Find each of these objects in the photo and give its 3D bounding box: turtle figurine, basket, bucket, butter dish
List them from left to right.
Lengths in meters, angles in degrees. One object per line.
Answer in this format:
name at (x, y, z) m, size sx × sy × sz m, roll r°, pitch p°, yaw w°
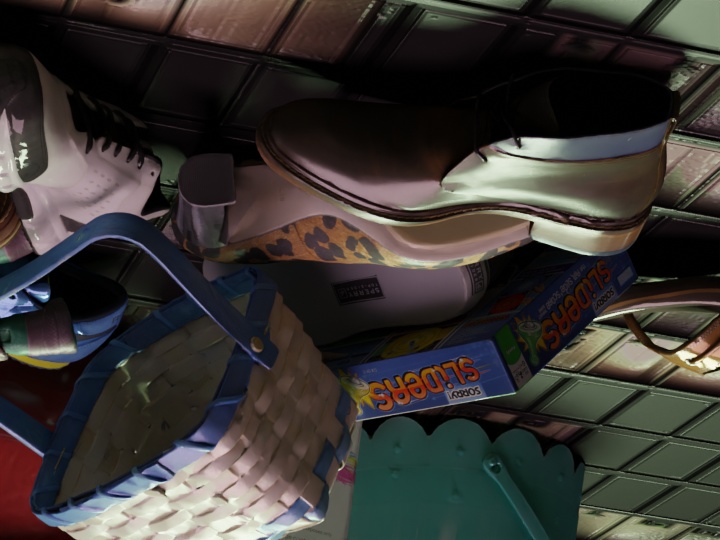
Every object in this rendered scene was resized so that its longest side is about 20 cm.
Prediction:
turtle figurine at (-0.261, 0.027, 1.605) m, size 0.200 × 0.101 × 0.150 m, roll -14°, pitch 128°, yaw -8°
butter dish at (-0.226, 0.089, 1.821) m, size 0.200 × 0.148 × 0.199 m, roll 6°, pitch -159°, yaw 7°
basket at (-0.116, 0.064, 1.544) m, size 0.176 × 0.139 × 0.200 m, roll -24°, pitch 128°, yaw 37°
bucket at (0.057, 0.194, 2.040) m, size 0.207 × 0.135 × 0.207 m, roll 5°, pitch 161°, yaw 2°

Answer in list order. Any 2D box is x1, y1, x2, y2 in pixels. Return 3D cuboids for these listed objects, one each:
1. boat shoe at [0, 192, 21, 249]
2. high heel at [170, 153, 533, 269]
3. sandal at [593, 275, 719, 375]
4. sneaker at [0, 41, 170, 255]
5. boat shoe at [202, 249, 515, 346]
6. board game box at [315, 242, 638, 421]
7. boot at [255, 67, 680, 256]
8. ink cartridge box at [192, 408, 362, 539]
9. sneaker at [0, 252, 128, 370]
boat shoe at (-0.275, -0.047, 1.534) m, size 0.200 × 0.072 × 0.068 m, roll 9°, pitch 160°, yaw 0°
high heel at (0.001, -0.031, 1.537) m, size 0.200 × 0.072 × 0.143 m, roll 5°, pitch 171°, yaw -2°
sandal at (0.208, 0.031, 1.634) m, size 0.200 × 0.055 × 0.082 m, roll 1°, pitch 177°, yaw 4°
sneaker at (-0.144, -0.068, 1.469) m, size 0.080 × 0.074 × 0.200 m, roll -11°, pitch 164°, yaw 3°
boat shoe at (0.000, 0.000, 1.612) m, size 0.200 × 0.069 × 0.057 m, roll -2°, pitch -157°, yaw 42°
board game box at (0.036, 0.035, 1.620) m, size 0.200 × 0.034 × 0.135 m, roll -12°, pitch -161°, yaw 42°
boot at (0.055, -0.071, 1.413) m, size 0.200 × 0.075 × 0.097 m, roll 9°, pitch 143°, yaw -13°
ink cartridge box at (-0.066, 0.120, 1.770) m, size 0.085 × 0.200 × 0.145 m, roll 17°, pitch 157°, yaw -21°
sneaker at (-0.227, 0.002, 1.687) m, size 0.200 × 0.066 × 0.078 m, roll 16°, pitch 147°, yaw -30°
